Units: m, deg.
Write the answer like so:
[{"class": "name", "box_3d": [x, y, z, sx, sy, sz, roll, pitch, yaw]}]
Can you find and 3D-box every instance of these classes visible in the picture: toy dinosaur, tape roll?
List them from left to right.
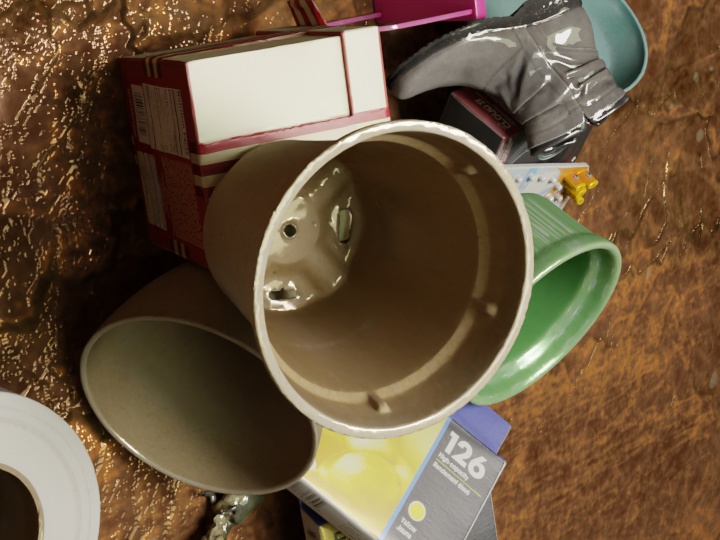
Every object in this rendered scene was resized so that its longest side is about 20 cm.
[{"class": "tape roll", "box_3d": [-0.301, 0.170, 0.839, 0.202, 0.139, 0.204, -10, 104, -43]}, {"class": "toy dinosaur", "box_3d": [-0.100, 0.176, 1.102, 0.200, 0.047, 0.088, -48, 129, -33]}]

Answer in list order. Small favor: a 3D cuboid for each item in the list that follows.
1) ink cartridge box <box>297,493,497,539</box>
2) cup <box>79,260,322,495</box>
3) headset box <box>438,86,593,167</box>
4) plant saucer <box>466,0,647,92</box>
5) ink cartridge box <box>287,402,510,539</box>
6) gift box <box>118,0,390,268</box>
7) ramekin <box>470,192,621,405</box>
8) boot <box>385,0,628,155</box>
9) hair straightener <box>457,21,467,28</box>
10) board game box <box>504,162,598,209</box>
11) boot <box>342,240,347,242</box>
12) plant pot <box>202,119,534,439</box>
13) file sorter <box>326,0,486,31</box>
[{"class": "ink cartridge box", "box_3d": [0.041, 0.244, 1.156, 0.197, 0.047, 0.201, -18, 107, -29]}, {"class": "cup", "box_3d": [-0.108, 0.065, 0.993, 0.201, 0.199, 0.144, 61, 34, -31]}, {"class": "headset box", "box_3d": [0.142, -0.122, 1.212, 0.199, 0.077, 0.149, -28, 152, -39]}, {"class": "plant saucer", "box_3d": [0.185, -0.234, 1.189, 0.200, 0.200, 0.036, -32, 162, -36]}, {"class": "ink cartridge box", "box_3d": [0.034, 0.156, 1.110, 0.197, 0.047, 0.200, 39, 59, -7]}, {"class": "gift box", "box_3d": [-0.079, -0.116, 0.982, 0.186, 0.200, 0.186, -14, 111, -25]}, {"class": "ramekin", "box_3d": [0.143, 0.022, 1.153, 0.199, 0.098, 0.201, -32, 149, -22]}, {"class": "boot", "box_3d": [0.132, -0.160, 1.080, 0.199, 0.070, 0.132, -23, 92, 1]}, {"class": "hair straightener", "box_3d": [0.151, -0.240, 1.272, 0.077, 0.041, 0.201, -49, 126, -27]}, {"class": "board game box", "box_3d": [0.129, -0.021, 1.214, 0.199, 0.026, 0.201, -7, 137, -47]}, {"class": "boot", "box_3d": [0.000, 0.000, 1.072, 0.072, 0.200, 0.144, 46, 62, 0]}, {"class": "plant pot", "box_3d": [-0.015, -0.011, 0.824, 0.199, 0.183, 0.202, -7, 105, -26]}, {"class": "file sorter", "box_3d": [0.010, -0.312, 1.061, 0.125, 0.139, 0.201, -20, 110, -37]}]
